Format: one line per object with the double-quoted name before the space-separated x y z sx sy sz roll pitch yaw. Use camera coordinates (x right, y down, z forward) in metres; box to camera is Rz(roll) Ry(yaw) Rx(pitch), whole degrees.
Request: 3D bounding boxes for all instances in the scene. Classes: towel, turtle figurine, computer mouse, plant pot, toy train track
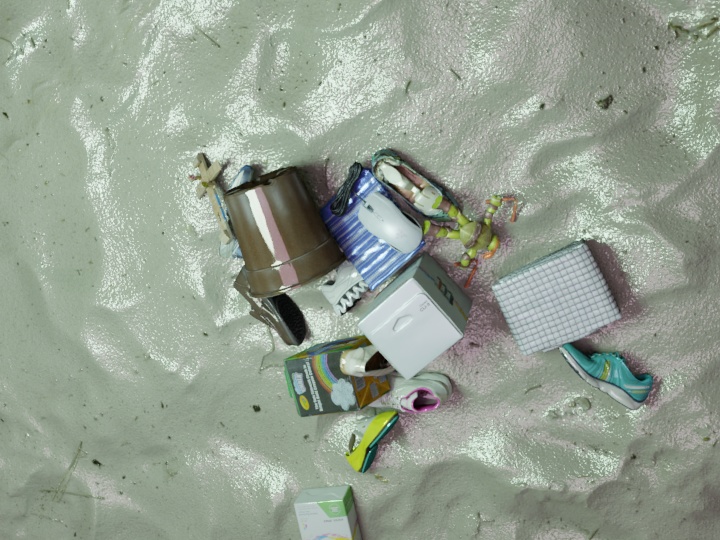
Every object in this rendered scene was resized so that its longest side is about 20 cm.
"towel" 0.367 0.053 1.579 0.199 0.086 0.166 -26 99 16
"turtle figurine" 0.198 -0.064 1.571 0.161 0.064 0.201 22 113 -14
"towel" 0.018 -0.082 1.608 0.145 0.024 0.200 -41 70 15
"computer mouse" 0.032 -0.109 1.571 0.200 0.044 0.110 38 101 21
"plant pot" -0.153 -0.080 1.581 0.199 0.200 0.199 -16 106 16
"toy train track" -0.300 -0.142 1.655 0.115 0.032 0.201 -43 63 46

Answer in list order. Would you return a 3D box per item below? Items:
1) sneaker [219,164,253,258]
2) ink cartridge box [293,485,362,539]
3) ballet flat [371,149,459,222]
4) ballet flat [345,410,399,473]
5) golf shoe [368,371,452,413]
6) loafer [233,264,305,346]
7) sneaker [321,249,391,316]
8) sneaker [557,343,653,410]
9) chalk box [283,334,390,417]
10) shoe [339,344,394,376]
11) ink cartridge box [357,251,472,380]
"sneaker" -0.225 -0.114 1.681 0.085 0.077 0.201 12 115 -1
"ink cartridge box" -0.063 0.578 1.822 0.116 0.067 0.201 -9 102 15
"ballet flat" 0.099 -0.154 1.591 0.200 0.074 0.074 35 109 2
"ballet flat" 0.015 0.343 1.726 0.067 0.067 0.201 39 132 17
"golf shoe" 0.082 0.250 1.691 0.199 0.092 0.076 -7 104 16
"loafer" -0.188 0.076 1.723 0.071 0.073 0.200 -36 90 29
"sneaker" 0.000 0.000 1.656 0.081 0.075 0.200 47 109 7
"sneaker" 0.468 0.187 1.602 0.199 0.078 0.080 30 100 -6
"chalk box" -0.064 0.212 1.676 0.199 0.124 0.126 -12 95 35
"shoe" 0.040 0.171 1.604 0.053 0.200 0.070 -1 93 36
"ink cartridge box" 0.107 0.083 1.581 0.145 0.200 0.145 -41 93 19
